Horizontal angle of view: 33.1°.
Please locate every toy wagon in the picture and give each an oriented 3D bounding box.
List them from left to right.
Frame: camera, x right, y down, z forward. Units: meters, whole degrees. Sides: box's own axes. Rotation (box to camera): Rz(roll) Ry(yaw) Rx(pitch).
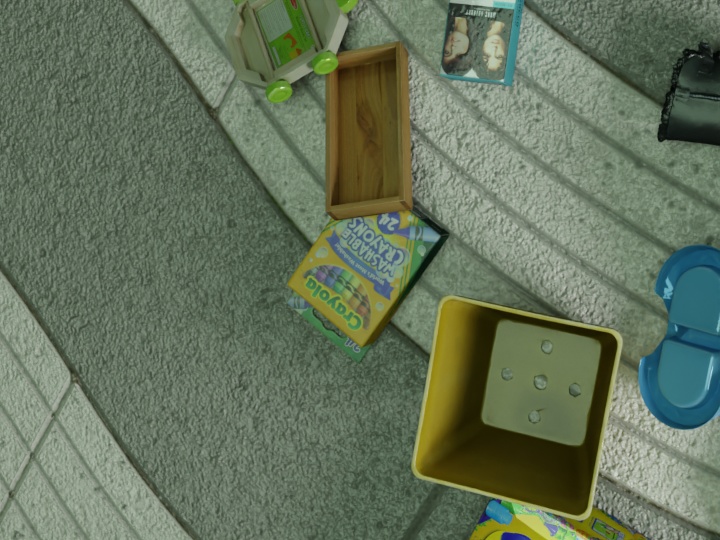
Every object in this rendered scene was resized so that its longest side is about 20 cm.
[{"bbox_3d":[-0.072,-0.303,1.470,0.198,0.039,0.157,-28,68,18],"label":"toy wagon"}]

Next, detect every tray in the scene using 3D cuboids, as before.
[{"bbox_3d":[0.009,-0.165,1.437,0.097,0.037,0.203,-7,70,19],"label":"tray"}]

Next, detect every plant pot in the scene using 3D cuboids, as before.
[{"bbox_3d":[0.187,0.138,1.354,0.197,0.176,0.203,12,96,18],"label":"plant pot"}]

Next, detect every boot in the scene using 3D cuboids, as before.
[{"bbox_3d":[0.404,-0.143,1.318,0.160,0.073,0.201,15,91,15],"label":"boot"}]

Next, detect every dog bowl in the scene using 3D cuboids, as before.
[{"bbox_3d":[0.374,0.074,1.335,0.111,0.049,0.203,17,99,47],"label":"dog bowl"}]

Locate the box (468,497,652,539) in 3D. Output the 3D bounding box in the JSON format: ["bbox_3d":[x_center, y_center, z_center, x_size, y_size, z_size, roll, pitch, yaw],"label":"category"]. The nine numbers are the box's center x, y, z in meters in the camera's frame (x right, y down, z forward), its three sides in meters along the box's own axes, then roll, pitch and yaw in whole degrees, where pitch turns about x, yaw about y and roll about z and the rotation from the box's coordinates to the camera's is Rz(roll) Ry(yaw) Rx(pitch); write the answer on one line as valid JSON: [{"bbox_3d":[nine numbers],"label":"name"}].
[{"bbox_3d":[0.207,0.363,1.391,0.191,0.122,0.202,28,102,14],"label":"box"}]

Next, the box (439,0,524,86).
[{"bbox_3d":[0.147,-0.321,1.406,0.081,0.049,0.204,9,96,18],"label":"box"}]

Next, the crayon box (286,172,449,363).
[{"bbox_3d":[0.000,0.000,1.475,0.125,0.051,0.201,38,105,13],"label":"crayon box"}]
